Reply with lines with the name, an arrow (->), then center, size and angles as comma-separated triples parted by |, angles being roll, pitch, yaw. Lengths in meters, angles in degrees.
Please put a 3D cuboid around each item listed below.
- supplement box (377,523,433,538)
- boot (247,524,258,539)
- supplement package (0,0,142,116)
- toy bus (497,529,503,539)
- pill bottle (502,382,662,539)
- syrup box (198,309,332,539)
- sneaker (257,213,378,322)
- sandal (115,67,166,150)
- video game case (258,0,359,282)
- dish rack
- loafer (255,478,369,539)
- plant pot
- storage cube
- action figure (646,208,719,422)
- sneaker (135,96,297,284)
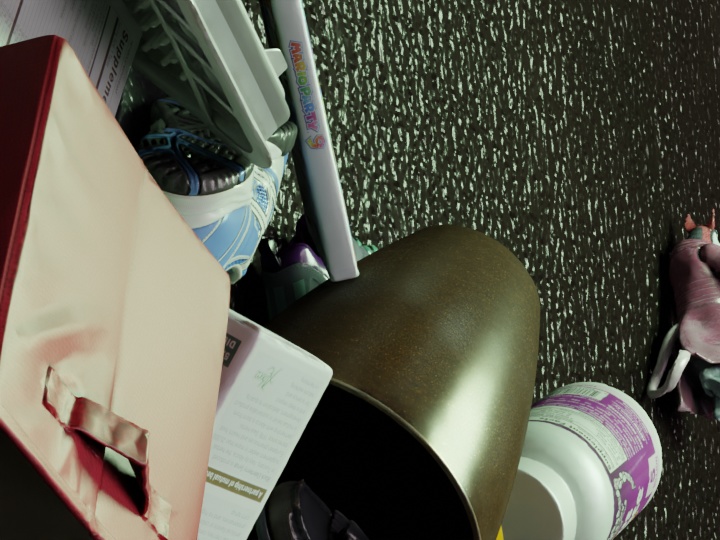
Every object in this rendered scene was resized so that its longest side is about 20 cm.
supplement box -> 0.015, 0.247, 1.495 | 0.061, 0.108, 0.202 | -16, 99, -67
boot -> -0.096, 0.222, 1.286 | 0.198, 0.073, 0.164 | -23, 93, -44
supplement package -> -0.194, -0.121, 1.093 | 0.200, 0.109, 0.114 | 59, 34, -44
toy bus -> 0.045, 0.135, 1.623 | 0.065, 0.078, 0.202 | -30, 113, -65
pill bottle -> 0.135, 0.153, 1.785 | 0.200, 0.111, 0.113 | -26, 109, -65
syrup box -> -0.103, 0.109, 1.180 | 0.201, 0.078, 0.081 | -61, 149, -2
sneaker -> 0.000, 0.000, 1.562 | 0.200, 0.074, 0.088 | -25, 103, -64
sandal -> -0.133, -0.055, 1.310 | 0.201, 0.048, 0.076 | -88, 158, -47
video game case -> -0.036, -0.106, 1.414 | 0.143, 0.018, 0.202 | -116, -167, -76
dish rack -> -0.110, -0.148, 1.186 | 0.044, 0.200, 0.172 | -45, 147, -12
loafer -> 0.014, 0.184, 1.329 | 0.201, 0.063, 0.072 | 61, 22, -24
plant pot -> 0.021, 0.069, 1.413 | 0.200, 0.186, 0.188 | -53, 133, -45
storage cube -> -0.167, 0.040, 1.019 | 0.171, 0.198, 0.181 | 57, 30, -46
action figure -> 0.298, 0.038, 2.247 | 0.148, 0.134, 0.201 | 6, 60, -23
sneaker -> -0.081, -0.039, 1.293 | 0.200, 0.075, 0.078 | -52, 153, -72
